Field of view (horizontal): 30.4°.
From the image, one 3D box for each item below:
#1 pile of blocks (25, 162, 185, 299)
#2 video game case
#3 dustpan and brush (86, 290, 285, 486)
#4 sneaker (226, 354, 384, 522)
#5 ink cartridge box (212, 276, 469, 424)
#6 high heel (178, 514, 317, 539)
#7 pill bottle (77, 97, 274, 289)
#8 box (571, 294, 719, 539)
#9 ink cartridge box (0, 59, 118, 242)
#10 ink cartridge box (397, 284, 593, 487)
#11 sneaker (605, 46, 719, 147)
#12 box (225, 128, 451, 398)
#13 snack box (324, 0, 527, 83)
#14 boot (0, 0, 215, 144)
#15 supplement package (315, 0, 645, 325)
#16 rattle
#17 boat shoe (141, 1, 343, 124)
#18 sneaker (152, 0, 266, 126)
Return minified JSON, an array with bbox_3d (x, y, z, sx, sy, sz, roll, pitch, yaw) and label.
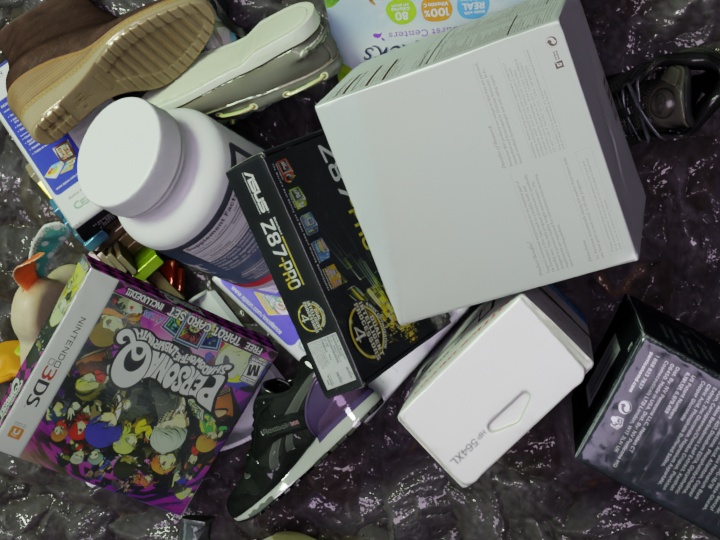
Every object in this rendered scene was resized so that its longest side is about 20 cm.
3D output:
[{"bbox_3d":[-0.224,-0.040,1.216,0.062,0.082,0.200,-41,91,1],"label":"pile of blocks"},{"bbox_3d":[-0.198,0.105,1.159,0.198,0.036,0.183,27,100,-31],"label":"video game case"},{"bbox_3d":[-0.177,0.133,1.240,0.199,0.057,0.140,-40,90,11],"label":"dustpan and brush"},{"bbox_3d":[-0.069,0.145,1.208,0.088,0.076,0.200,47,117,4],"label":"sneaker"},{"bbox_3d":[0.000,0.000,1.205,0.198,0.043,0.200,42,103,2],"label":"ink cartridge box"},{"bbox_3d":[-0.091,0.318,1.240,0.197,0.071,0.145,8,92,24],"label":"high heel"},{"bbox_3d":[-0.137,-0.066,1.109,0.118,0.199,0.122,-12,67,31],"label":"pill bottle"},{"bbox_3d":[0.286,0.129,1.100,0.198,0.197,0.119,28,101,4],"label":"box"},{"bbox_3d":[-0.262,-0.126,1.199,0.094,0.037,0.201,-35,65,-7],"label":"ink cartridge box"},{"bbox_3d":[0.117,0.080,1.118,0.084,0.200,0.146,45,101,1],"label":"ink cartridge box"},{"bbox_3d":[0.221,-0.135,1.121,0.197,0.114,0.077,-19,92,12],"label":"sneaker"},{"bbox_3d":[-0.014,-0.015,1.103,0.049,0.161,0.202,-22,93,33],"label":"box"},{"bbox_3d":[0.073,-0.221,1.121,0.197,0.068,0.171,-2,127,10],"label":"snack box"},{"bbox_3d":[-0.230,-0.212,1.156,0.198,0.073,0.167,-33,47,5],"label":"boot"},{"bbox_3d":[0.102,-0.093,1.051,0.197,0.147,0.194,-16,107,20],"label":"supplement package"},{"bbox_3d":[-0.308,0.028,1.189,0.142,0.201,0.131,25,69,27],"label":"rattle"},{"bbox_3d":[-0.108,-0.158,1.128,0.200,0.073,0.060,-22,125,26],"label":"boat shoe"},{"bbox_3d":[-0.159,-0.217,1.188,0.086,0.078,0.201,-34,91,14],"label":"sneaker"}]
